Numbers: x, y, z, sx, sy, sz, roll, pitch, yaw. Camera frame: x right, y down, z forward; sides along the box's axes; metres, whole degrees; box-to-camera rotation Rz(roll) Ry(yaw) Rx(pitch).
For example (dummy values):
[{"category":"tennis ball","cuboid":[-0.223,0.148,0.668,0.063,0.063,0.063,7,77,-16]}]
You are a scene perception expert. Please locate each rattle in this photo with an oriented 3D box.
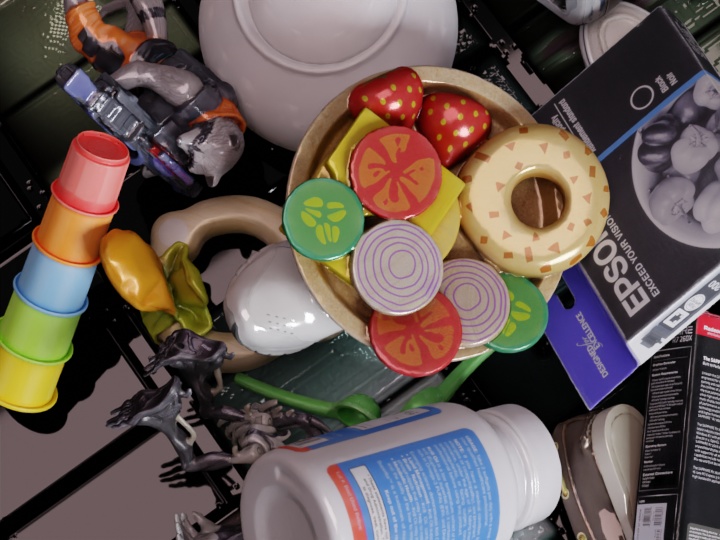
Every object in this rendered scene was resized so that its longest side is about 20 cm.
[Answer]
[{"category":"rattle","cuboid":[-0.059,-0.005,1.604,0.199,0.143,0.131,6,58,12]}]

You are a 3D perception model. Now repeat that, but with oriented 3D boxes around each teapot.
[{"category":"teapot","cuboid":[-0.027,-0.184,1.638,0.199,0.146,0.198,9,77,7]}]

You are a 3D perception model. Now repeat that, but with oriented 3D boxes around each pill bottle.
[{"category":"pill bottle","cuboid":[0.031,0.148,1.532,0.199,0.112,0.113,-13,72,-35]}]

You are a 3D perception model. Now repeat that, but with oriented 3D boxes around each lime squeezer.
[{"category":"lime squeezer","cuboid":[0.014,0.083,1.625,0.199,0.038,0.071,-11,75,2]}]

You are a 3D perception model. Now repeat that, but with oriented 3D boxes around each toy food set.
[{"category":"toy food set","cuboid":[0.048,-0.034,1.522,0.200,0.049,0.198,36,76,-8]}]

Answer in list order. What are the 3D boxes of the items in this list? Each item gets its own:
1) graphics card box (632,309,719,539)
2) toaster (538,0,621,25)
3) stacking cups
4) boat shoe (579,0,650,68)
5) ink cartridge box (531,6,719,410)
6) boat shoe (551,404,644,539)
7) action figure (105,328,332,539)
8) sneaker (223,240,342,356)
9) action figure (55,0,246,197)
[{"category":"graphics card box","cuboid":[0.243,0.137,1.556,0.125,0.051,0.201,15,74,-33]},{"category":"toaster","cuboid":[0.152,-0.262,1.652,0.200,0.114,0.129,42,75,16]},{"category":"stacking cups","cuboid":[-0.202,-0.002,1.597,0.060,0.060,0.201,28,115,10]},{"category":"boat shoe","cuboid":[0.221,-0.112,1.640,0.071,0.070,0.200,-32,76,-4]},{"category":"ink cartridge box","cuboid":[0.175,-0.044,1.569,0.200,0.043,0.198,-43,50,17]},{"category":"boat shoe","cuboid":[0.176,0.191,1.574,0.059,0.072,0.201,-17,87,41]},{"category":"action figure","cuboid":[-0.075,0.130,1.588,0.200,0.102,0.119,46,48,-24]},{"category":"sneaker","cuboid":[0.000,0.000,1.568,0.199,0.087,0.075,-20,90,-30]},{"category":"action figure","cuboid":[-0.147,-0.139,1.609,0.105,0.200,0.194,-41,70,2]}]
